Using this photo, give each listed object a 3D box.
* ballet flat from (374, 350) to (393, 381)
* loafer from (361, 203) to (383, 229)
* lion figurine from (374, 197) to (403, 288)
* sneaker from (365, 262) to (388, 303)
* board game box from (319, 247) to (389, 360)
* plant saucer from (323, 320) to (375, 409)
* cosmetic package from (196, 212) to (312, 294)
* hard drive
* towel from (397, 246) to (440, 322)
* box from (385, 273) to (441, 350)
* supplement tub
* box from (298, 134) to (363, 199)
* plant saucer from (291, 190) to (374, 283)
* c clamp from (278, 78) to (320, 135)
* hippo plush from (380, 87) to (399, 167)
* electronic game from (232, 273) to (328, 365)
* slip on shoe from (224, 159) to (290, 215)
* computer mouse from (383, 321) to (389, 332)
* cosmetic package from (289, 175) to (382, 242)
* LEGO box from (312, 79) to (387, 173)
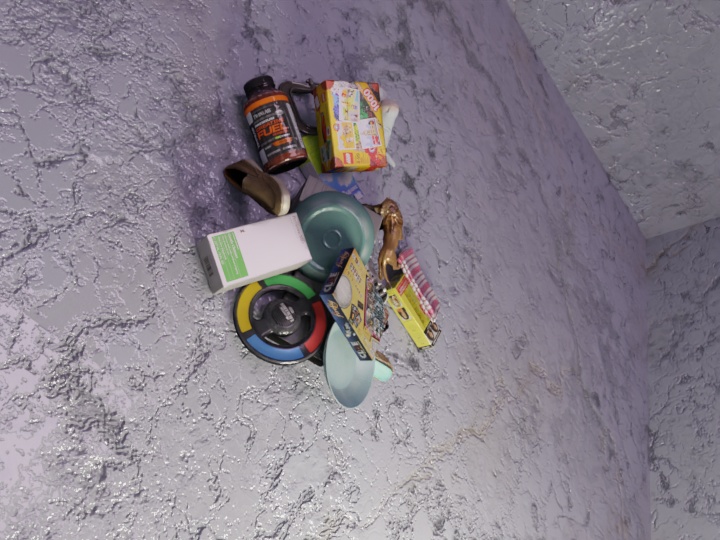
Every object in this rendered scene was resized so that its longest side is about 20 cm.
[{"bbox_3d":[-0.008,0.189,1.316,0.199,0.071,0.065,41,9,-24],"label":"ballet flat"},{"bbox_3d":[0.014,-0.127,1.454,0.198,0.072,0.072,-14,84,-49],"label":"loafer"},{"bbox_3d":[0.072,-0.070,1.412,0.123,0.071,0.203,74,15,-63],"label":"lion figurine"},{"bbox_3d":[0.000,0.000,1.401,0.202,0.074,0.081,60,9,1],"label":"sneaker"},{"bbox_3d":[-0.007,0.073,1.198,0.202,0.034,0.137,61,37,-34],"label":"board game box"},{"bbox_3d":[-0.032,0.189,1.208,0.200,0.038,0.205,17,71,-59],"label":"plant saucer"},{"bbox_3d":[-0.209,-0.035,1.126,0.198,0.085,0.109,-20,88,-33],"label":"cosmetic package"},{"bbox_3d":[-0.108,0.089,1.231,0.138,0.033,0.202,30,53,-13],"label":"hard drive"},{"bbox_3d":[0.163,0.035,1.534,0.202,0.030,0.146,61,17,-3],"label":"towel"},{"bbox_3d":[0.139,0.111,1.516,0.201,0.050,0.075,57,42,-15],"label":"box"},{"bbox_3d":[-0.197,-0.327,1.275,0.106,0.106,0.203,-21,90,-49],"label":"supplement tub"},{"bbox_3d":[-0.082,-0.246,1.413,0.122,0.047,0.202,-42,106,-47],"label":"box"},{"bbox_3d":[-0.063,-0.068,1.222,0.202,0.198,0.036,59,-2,-12],"label":"plant saucer"},{"bbox_3d":[-0.118,-0.411,1.415,0.168,0.027,0.203,4,57,-34],"label":"c clamp"},{"bbox_3d":[-0.004,-0.382,1.518,0.159,0.159,0.203,-22,134,-32],"label":"hippo plush"},{"bbox_3d":[-0.159,0.095,1.149,0.197,0.042,0.203,12,56,-18],"label":"electronic game"},{"bbox_3d":[-0.212,-0.171,1.157,0.060,0.077,0.200,-10,40,-37],"label":"slip on shoe"},{"bbox_3d":[-0.014,0.098,1.348,0.199,0.034,0.059,33,52,-25],"label":"computer mouse"},{"bbox_3d":[-0.060,-0.115,1.297,0.198,0.107,0.091,27,53,-15],"label":"cosmetic package"},{"bbox_3d":[-0.024,-0.342,1.365,0.147,0.077,0.204,-7,90,-29],"label":"LEGO box"}]
